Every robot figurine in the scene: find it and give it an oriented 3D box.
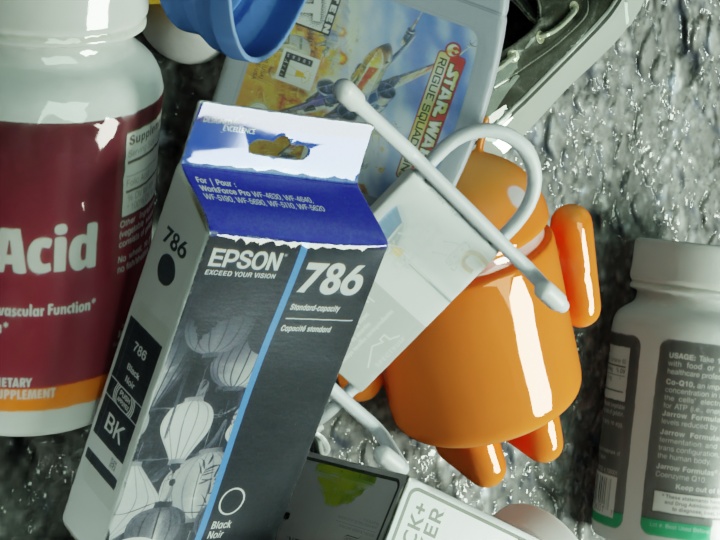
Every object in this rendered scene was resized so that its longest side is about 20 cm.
[{"bbox_3d":[0.058,0.020,0.946,0.117,0.143,0.201,-56,135,-62],"label":"robot figurine"}]

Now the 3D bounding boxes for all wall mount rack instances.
[{"bbox_3d":[0.000,0.000,0.794,0.200,0.075,0.174,-46,116,6],"label":"wall mount rack"}]

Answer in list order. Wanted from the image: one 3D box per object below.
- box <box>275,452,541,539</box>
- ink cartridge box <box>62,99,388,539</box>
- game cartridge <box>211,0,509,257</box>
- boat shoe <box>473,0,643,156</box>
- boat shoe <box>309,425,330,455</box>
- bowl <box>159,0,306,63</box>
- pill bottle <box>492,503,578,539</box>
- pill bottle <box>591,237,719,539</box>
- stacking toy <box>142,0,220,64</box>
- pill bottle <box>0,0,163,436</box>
[{"bbox_3d":[0.061,0.160,0.839,0.199,0.116,0.060,28,78,-25],"label":"box"},{"bbox_3d":[-0.053,0.030,0.715,0.099,0.039,0.201,2,115,-41],"label":"ink cartridge box"},{"bbox_3d":[-0.003,-0.093,0.842,0.042,0.132,0.201,-51,161,-77],"label":"game cartridge"},{"bbox_3d":[0.105,-0.148,1.002,0.200,0.070,0.064,-51,128,-26],"label":"boat shoe"},{"bbox_3d":[-0.049,0.102,0.883,0.072,0.068,0.201,23,79,-43],"label":"boat shoe"},{"bbox_3d":[-0.040,-0.190,0.709,0.201,0.039,0.202,15,90,-82],"label":"bowl"},{"bbox_3d":[0.044,0.218,0.960,0.200,0.111,0.112,-31,116,-38],"label":"pill bottle"},{"bbox_3d":[0.218,0.083,1.112,0.113,0.113,0.202,5,92,-44],"label":"pill bottle"},{"bbox_3d":[-0.100,-0.174,0.777,0.146,0.145,0.201,-53,142,-26],"label":"stacking toy"},{"bbox_3d":[-0.142,-0.043,0.709,0.114,0.114,0.201,-15,121,-42],"label":"pill bottle"}]
